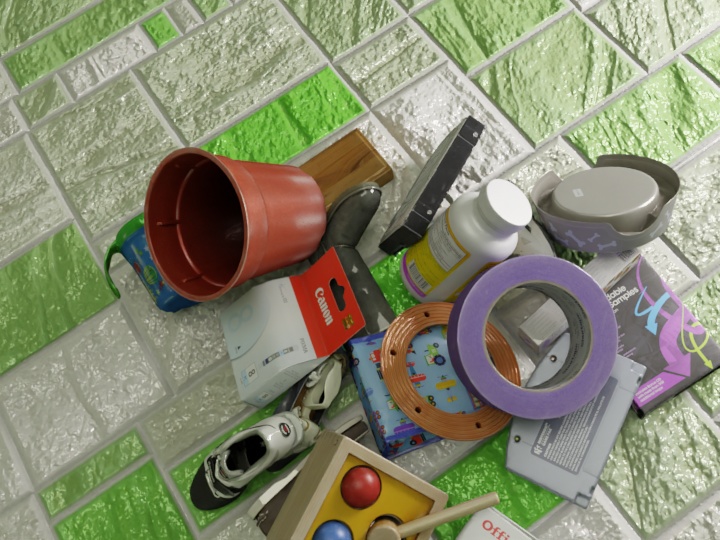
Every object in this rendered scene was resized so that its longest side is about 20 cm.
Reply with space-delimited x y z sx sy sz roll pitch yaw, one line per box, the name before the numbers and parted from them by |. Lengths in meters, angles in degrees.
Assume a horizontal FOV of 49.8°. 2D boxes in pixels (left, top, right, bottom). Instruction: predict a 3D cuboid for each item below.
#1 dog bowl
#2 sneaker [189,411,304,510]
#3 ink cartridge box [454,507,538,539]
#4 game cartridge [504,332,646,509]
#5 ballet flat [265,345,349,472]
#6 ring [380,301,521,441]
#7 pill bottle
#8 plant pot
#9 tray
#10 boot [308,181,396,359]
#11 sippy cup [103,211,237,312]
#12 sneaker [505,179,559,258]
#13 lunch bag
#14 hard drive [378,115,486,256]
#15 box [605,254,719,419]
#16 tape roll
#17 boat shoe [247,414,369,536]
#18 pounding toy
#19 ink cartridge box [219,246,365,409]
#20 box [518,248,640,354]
dog bowl | 0.345 -0.095 1.098 0.199 0.059 0.200 -10 31 6
sneaker | -0.171 0.255 1.018 0.200 0.088 0.074 -43 74 21
ink cartridge box | 0.151 0.408 0.941 0.144 0.085 0.200 34 76 19
game cartridge | 0.275 0.191 1.025 0.133 0.041 0.201 24 81 19
ballet flat | -0.072 0.187 1.059 0.073 0.073 0.201 25 79 17
ring | 0.120 0.132 1.032 0.199 0.019 0.201 9 56 -13
pill bottle | 0.144 -0.037 1.062 0.104 0.200 0.105 17 52 -23
plant pot | -0.163 -0.072 1.090 0.200 0.195 0.202 7 102 35
tray | -0.057 -0.132 1.228 0.200 0.037 0.099 -35 67 -8
boot | 0.002 0.000 1.116 0.182 0.072 0.201 -48 52 34
sippy cup | -0.279 -0.013 1.162 0.177 0.140 0.131 -30 76 15
sneaker | 0.212 -0.033 1.131 0.115 0.076 0.201 -29 52 6
lunch bag | 0.099 0.149 1.066 0.199 0.094 0.151 -16 63 -10
hard drive | 0.102 -0.121 1.144 0.038 0.140 0.201 32 74 -6
box | 0.384 0.082 1.076 0.143 0.036 0.200 -31 65 -6
tape roll | 0.213 0.084 0.978 0.199 0.085 0.201 0 84 -3
boat shoe | -0.059 0.276 1.036 0.200 0.072 0.060 -42 75 -7
pounding toy | 0.025 0.302 0.947 0.199 0.142 0.185 31 77 -11
ink cartridge box | -0.101 0.071 1.080 0.200 0.047 0.160 -40 46 17
box | 0.302 0.033 1.070 0.200 0.039 0.041 -41 64 -10
